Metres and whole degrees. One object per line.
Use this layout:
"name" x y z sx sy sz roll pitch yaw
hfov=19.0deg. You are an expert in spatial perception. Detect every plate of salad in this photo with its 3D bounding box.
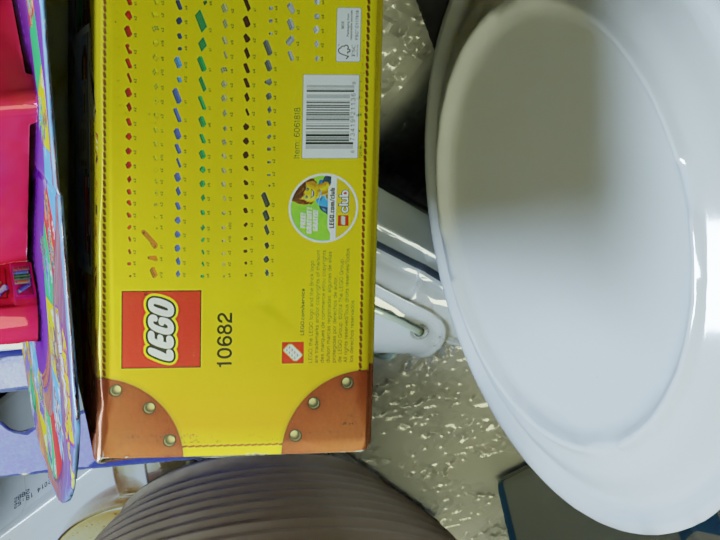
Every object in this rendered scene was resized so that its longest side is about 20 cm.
"plate of salad" 0.079 -0.018 0.672 0.048 0.200 0.200 -11 136 -27

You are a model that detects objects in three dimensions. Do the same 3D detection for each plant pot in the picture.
"plant pot" -0.033 0.127 0.780 0.201 0.093 0.201 -6 151 -3

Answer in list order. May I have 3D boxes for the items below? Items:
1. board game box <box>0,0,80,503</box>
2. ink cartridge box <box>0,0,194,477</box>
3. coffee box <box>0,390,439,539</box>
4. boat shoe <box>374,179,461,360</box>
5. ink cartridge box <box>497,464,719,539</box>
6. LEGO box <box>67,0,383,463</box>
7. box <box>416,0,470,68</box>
"board game box" -0.114 -0.030 0.620 0.039 0.158 0.200 -6 101 -13
"ink cartridge box" -0.124 -0.022 0.724 0.198 0.047 0.200 -5 99 -4
"coffee box" -0.063 0.115 0.897 0.113 0.080 0.200 -36 127 19
"boat shoe" 0.000 0.000 0.805 0.200 0.074 0.067 31 93 -18
"ink cartridge box" 0.152 0.180 0.948 0.084 0.145 0.200 -29 130 14
"LEGO box" -0.044 -0.060 0.624 0.077 0.149 0.200 -1 101 -10
"box" 0.111 -0.128 0.705 0.198 0.050 0.200 -7 133 16
